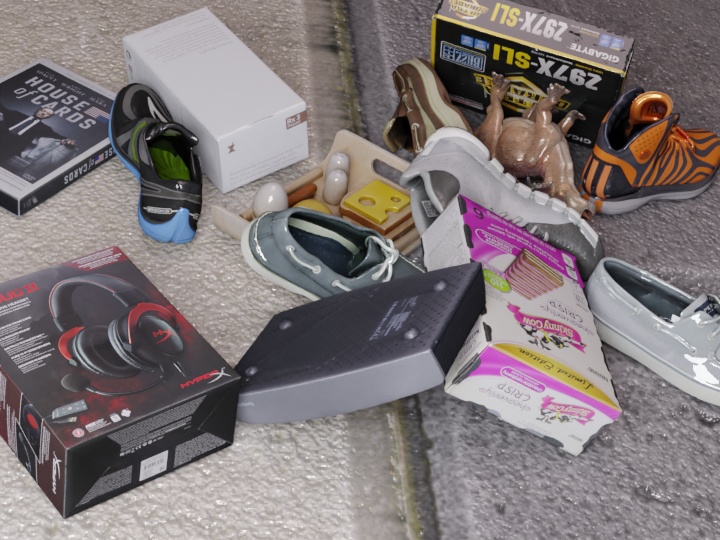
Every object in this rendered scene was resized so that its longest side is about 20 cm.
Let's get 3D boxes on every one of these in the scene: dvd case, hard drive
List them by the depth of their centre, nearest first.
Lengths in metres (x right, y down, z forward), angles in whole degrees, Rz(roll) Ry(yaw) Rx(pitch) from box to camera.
[{"bbox_3d":[-0.005,0.059,1.088,0.199,0.042,0.135,-15,24,32],"label":"hard drive"},{"bbox_3d":[-0.310,-0.131,1.351,0.150,0.025,0.200,27,40,19],"label":"dvd case"}]

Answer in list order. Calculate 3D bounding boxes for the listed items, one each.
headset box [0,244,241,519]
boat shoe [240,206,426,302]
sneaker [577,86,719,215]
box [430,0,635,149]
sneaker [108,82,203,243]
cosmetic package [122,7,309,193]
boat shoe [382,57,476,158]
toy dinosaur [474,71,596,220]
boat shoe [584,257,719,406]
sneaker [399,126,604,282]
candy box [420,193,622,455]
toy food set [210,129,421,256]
[{"bbox_3d":[-0.207,0.071,1.072,0.148,0.075,0.200,-20,47,-34],"label":"headset box"},{"bbox_3d":[0.000,0.000,1.178,0.199,0.062,0.073,23,59,-26],"label":"boat shoe"},{"bbox_3d":[0.307,-0.131,1.437,0.199,0.113,0.077,-23,49,-37],"label":"sneaker"},{"bbox_3d":[0.171,-0.205,1.462,0.199,0.160,0.050,19,67,9],"label":"box"},{"bbox_3d":[-0.177,-0.109,1.301,0.070,0.083,0.200,8,37,-29],"label":"sneaker"},{"bbox_3d":[-0.142,-0.169,1.393,0.101,0.074,0.200,-24,50,-21],"label":"cosmetic package"},{"bbox_3d":[0.055,-0.153,1.437,0.074,0.075,0.203,-21,32,-4],"label":"boat shoe"},{"bbox_3d":[0.153,-0.113,1.411,0.086,0.136,0.200,30,-3,-36],"label":"toy dinosaur"},{"bbox_3d":[0.281,0.052,1.226,0.200,0.072,0.070,28,40,21],"label":"boat shoe"},{"bbox_3d":[0.116,-0.035,1.285,0.200,0.075,0.115,37,48,10],"label":"sneaker"},{"bbox_3d":[0.127,0.040,1.171,0.136,0.061,0.201,27,32,-24],"label":"candy box"},{"bbox_3d":[-0.021,-0.060,1.303,0.143,0.061,0.200,29,41,23],"label":"toy food set"}]
